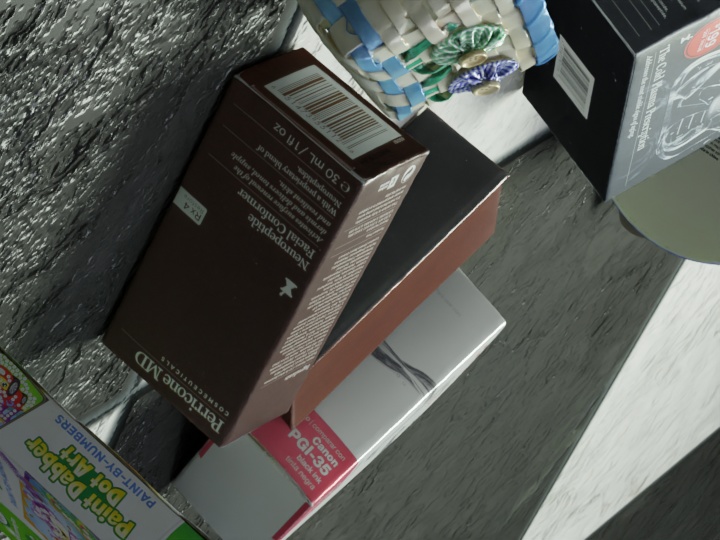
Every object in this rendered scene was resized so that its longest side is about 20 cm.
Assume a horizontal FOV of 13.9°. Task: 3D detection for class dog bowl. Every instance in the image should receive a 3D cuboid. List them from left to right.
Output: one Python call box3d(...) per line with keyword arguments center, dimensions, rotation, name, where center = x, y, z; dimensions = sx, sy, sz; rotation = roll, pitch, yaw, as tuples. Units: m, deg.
box3d(center=(0.269, -0.104, 2.109), dimensions=(0.201, 0.200, 0.079), rotation=(-56, 161, 19), name="dog bowl")

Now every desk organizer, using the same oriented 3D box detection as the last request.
box3d(center=(0.000, 0.000, 1.850), dimensions=(0.200, 0.072, 0.077), rotation=(-44, 162, -21), name="desk organizer")

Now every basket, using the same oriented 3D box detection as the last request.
box3d(center=(0.061, -0.175, 1.509), dimensions=(0.200, 0.139, 0.176), rotation=(-40, 163, 2), name="basket")

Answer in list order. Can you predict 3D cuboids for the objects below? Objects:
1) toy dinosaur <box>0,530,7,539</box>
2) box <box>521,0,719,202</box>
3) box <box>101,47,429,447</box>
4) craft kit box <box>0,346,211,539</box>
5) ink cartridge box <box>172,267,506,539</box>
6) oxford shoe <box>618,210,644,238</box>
box3d(center=(-0.217, 0.180, 1.728), dimensions=(0.088, 0.047, 0.200), rotation=(-40, 159, -10), name="toy dinosaur")
box3d(center=(0.213, -0.168, 1.920), dimensions=(0.182, 0.104, 0.200), rotation=(-30, 158, -15), name="box")
box3d(center=(-0.055, -0.012, 1.634), dimensions=(0.075, 0.100, 0.201), rotation=(-28, 152, -52), name="box")
box3d(center=(-0.139, 0.140, 1.571), dimensions=(0.048, 0.197, 0.200), rotation=(-42, 162, -16), name="craft kit box")
box3d(center=(-0.013, 0.087, 1.942), dimensions=(0.200, 0.083, 0.147), rotation=(-41, 175, -29), name="ink cartridge box")
box3d(center=(0.237, -0.105, 2.299), dimensions=(0.200, 0.071, 0.072), rotation=(98, 8, -61), name="oxford shoe")
